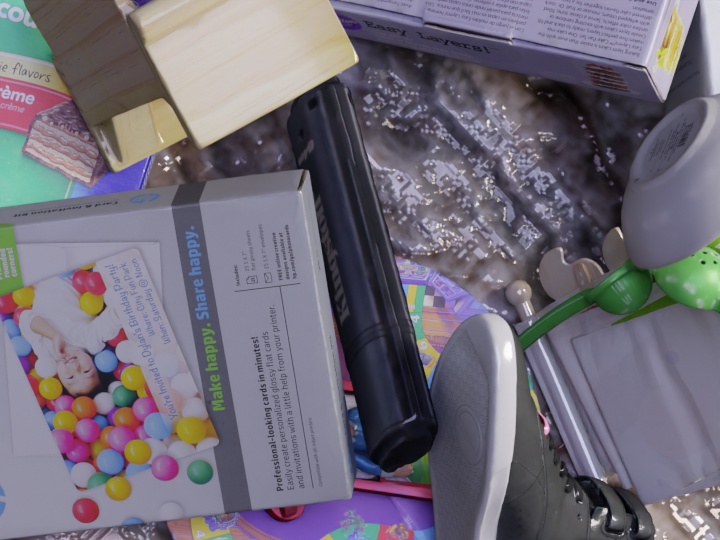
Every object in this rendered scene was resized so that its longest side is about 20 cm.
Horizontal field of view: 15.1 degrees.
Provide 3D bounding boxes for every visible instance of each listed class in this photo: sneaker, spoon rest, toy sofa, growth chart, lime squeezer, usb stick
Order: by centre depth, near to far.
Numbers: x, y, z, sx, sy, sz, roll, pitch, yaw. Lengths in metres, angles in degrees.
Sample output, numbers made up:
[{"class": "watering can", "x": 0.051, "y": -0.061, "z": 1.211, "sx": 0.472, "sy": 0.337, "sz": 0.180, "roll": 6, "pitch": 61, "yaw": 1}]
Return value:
[{"class": "toy sofa", "x": -0.080, "y": -0.108, "z": 1.208, "sx": 0.083, "sy": 0.200, "sz": 0.098, "roll": -29, "pitch": 96, "yaw": -15}, {"class": "spoon rest", "x": 0.182, "y": -0.079, "z": 1.283, "sx": 0.061, "sy": 0.099, "sz": 0.200, "roll": 37, "pitch": 60, "yaw": -19}, {"class": "lime squeezer", "x": 0.143, "y": 0.019, "z": 1.297, "sx": 0.038, "sy": 0.200, "sz": 0.071, "roll": -46, "pitch": 126, "yaw": -39}, {"class": "sneaker", "x": 0.090, "y": 0.101, "z": 1.312, "sx": 0.099, "sy": 0.071, "sz": 0.200, "roll": -13, "pitch": 120, "yaw": -19}, {"class": "growth chart", "x": 0.161, "y": 0.044, "z": 1.318, "sx": 0.018, "sy": 0.200, "sz": 0.145, "roll": -17, "pitch": 91, "yaw": -48}, {"class": "usb stick", "x": 0.000, "y": 0.000, "z": 1.326, "sx": 0.033, "sy": 0.055, "sz": 0.200, "roll": -8, "pitch": 67, "yaw": -14}]

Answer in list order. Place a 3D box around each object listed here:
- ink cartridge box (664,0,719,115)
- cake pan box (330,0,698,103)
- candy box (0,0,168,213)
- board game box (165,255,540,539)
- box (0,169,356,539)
[{"class": "ink cartridge box", "x": 0.235, "y": -0.051, "z": 1.376, "sx": 0.145, "sy": 0.088, "sz": 0.200, "roll": -2, "pitch": 83, "yaw": -9}, {"class": "cake pan box", "x": 0.083, "y": -0.191, "z": 1.353, "sx": 0.200, "sy": 0.052, "sz": 0.184, "roll": 13, "pitch": 74, "yaw": 21}, {"class": "candy box", "x": -0.168, "y": -0.122, "z": 1.332, "sx": 0.169, "sy": 0.077, "sz": 0.200, "roll": 18, "pitch": 79, "yaw": -7}, {"class": "board game box", "x": -0.001, "y": 0.088, "z": 1.342, "sx": 0.200, "sy": 0.039, "sz": 0.158, "roll": -37, "pitch": 88, "yaw": -11}, {"class": "box", "x": -0.112, "y": 0.042, "z": 1.281, "sx": 0.200, "sy": 0.041, "sz": 0.156, "roll": -6, "pitch": 107, "yaw": 7}]
